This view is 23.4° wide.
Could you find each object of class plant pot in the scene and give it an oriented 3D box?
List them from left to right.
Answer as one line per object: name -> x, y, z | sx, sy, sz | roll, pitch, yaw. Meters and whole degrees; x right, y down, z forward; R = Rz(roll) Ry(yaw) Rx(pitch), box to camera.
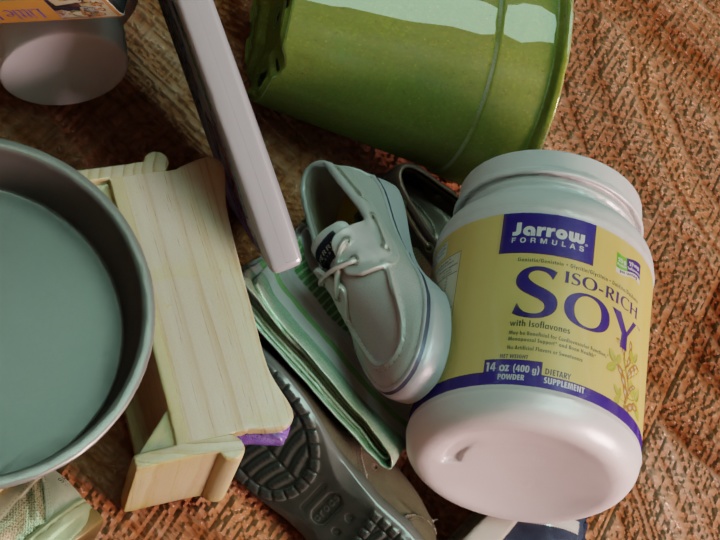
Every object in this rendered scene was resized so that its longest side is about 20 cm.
plant pot -> 0.023, -0.160, 1.228 | 0.189, 0.200, 0.201 | 9, 57, -17

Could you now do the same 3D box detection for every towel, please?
towel -> 0.000, 0.031, 1.139 | 0.153, 0.023, 0.200 | 49, 25, -2

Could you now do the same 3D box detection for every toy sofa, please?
toy sofa -> -0.114, 0.035, 1.044 | 0.097, 0.083, 0.201 | -10, 68, -19

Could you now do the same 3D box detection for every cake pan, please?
cake pan -> -0.208, 0.025, 0.911 | 0.199, 0.037, 0.201 | 6, 64, -12

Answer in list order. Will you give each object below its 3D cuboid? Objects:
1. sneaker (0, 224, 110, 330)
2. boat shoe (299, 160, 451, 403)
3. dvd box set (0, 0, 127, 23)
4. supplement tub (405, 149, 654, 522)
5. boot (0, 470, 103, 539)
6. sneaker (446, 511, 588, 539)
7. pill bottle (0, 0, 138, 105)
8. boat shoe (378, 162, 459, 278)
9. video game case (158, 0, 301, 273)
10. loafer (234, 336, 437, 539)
sneaker -> -0.220, -0.019, 0.999 | 0.200, 0.078, 0.070 | 43, 36, 10
boat shoe -> 0.000, 0.000, 1.083 | 0.070, 0.071, 0.201 | 25, 32, -31
dvd box set -> -0.220, -0.219, 1.056 | 0.029, 0.199, 0.147 | 44, 50, -59
supplement tub -> 0.110, 0.040, 1.096 | 0.145, 0.145, 0.201 | 25, 55, -22
boot -> -0.254, 0.133, 0.906 | 0.200, 0.073, 0.156 | -35, 78, -31
sneaker -> 0.128, 0.169, 1.162 | 0.085, 0.075, 0.200 | 48, 56, 1
pill bottle -> -0.202, -0.213, 1.129 | 0.112, 0.112, 0.201 | 6, 59, -33
boat shoe -> 0.089, -0.002, 1.228 | 0.200, 0.072, 0.072 | 44, 58, -4
video game case -> -0.090, -0.112, 1.071 | 0.024, 0.182, 0.201 | -21, 107, -6
loafer -> -0.025, 0.120, 1.089 | 0.200, 0.075, 0.070 | 52, 23, 1
